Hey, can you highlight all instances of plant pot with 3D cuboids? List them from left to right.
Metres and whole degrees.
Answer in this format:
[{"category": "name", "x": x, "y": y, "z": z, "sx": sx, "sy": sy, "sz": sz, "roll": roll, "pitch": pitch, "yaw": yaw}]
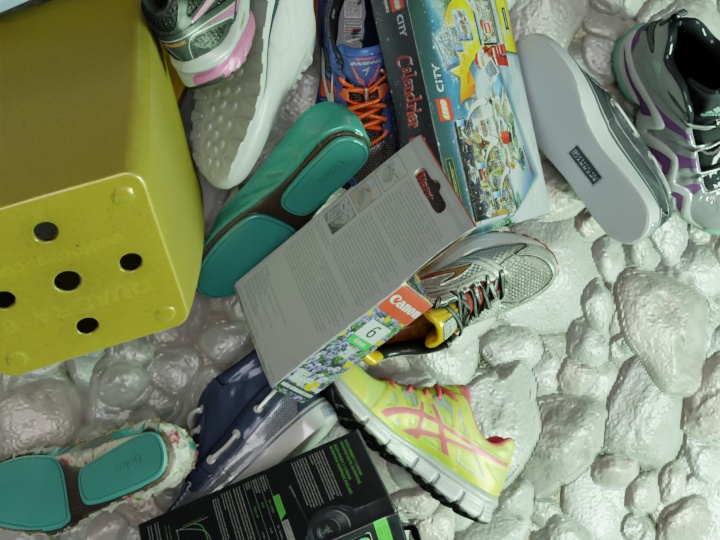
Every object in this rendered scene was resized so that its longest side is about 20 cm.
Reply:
[{"category": "plant pot", "x": -0.211, "y": -0.050, "z": 0.686, "sx": 0.198, "sy": 0.177, "sz": 0.202, "roll": -17, "pitch": 133, "yaw": -8}]

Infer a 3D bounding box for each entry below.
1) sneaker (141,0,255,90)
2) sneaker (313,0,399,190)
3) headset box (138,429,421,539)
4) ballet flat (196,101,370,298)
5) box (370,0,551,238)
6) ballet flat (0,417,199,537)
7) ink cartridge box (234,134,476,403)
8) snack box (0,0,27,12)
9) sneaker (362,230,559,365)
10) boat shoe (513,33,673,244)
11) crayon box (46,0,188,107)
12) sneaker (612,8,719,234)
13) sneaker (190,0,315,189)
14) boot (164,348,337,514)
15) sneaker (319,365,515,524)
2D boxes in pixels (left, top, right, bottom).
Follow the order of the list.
[{"category": "sneaker", "x": -0.110, "y": -0.238, "z": 0.704, "sx": 0.079, "sy": 0.086, "sz": 0.203, "roll": -9, "pitch": 63, "yaw": 20}, {"category": "sneaker", "x": -0.004, "y": -0.158, "z": 0.809, "sx": 0.074, "sy": 0.078, "sz": 0.203, "roll": -9, "pitch": 93, "yaw": -8}, {"category": "headset box", "x": -0.046, "y": 0.243, "z": 0.768, "sx": 0.198, "sy": 0.093, "sz": 0.176, "roll": -22, "pitch": 128, "yaw": -8}, {"category": "ballet flat", "x": -0.069, "y": -0.060, "z": 0.802, "sx": 0.067, "sy": 0.071, "sz": 0.200, "roll": 28, "pitch": 119, "yaw": -38}, {"category": "box", "x": 0.086, "y": -0.132, "z": 0.808, "sx": 0.136, "sy": 0.037, "sz": 0.203, "roll": -16, "pitch": 94, "yaw": -45}, {"category": "ballet flat", "x": -0.214, "y": 0.168, "z": 0.784, "sx": 0.198, "sy": 0.064, "sz": 0.077, "roll": -14, "pitch": 78, "yaw": 19}, {"category": "ink cartridge box", "x": 0.000, "y": 0.000, "z": 0.764, "sx": 0.199, "sy": 0.110, "sz": 0.050, "roll": -38, "pitch": 141, "yaw": 15}, {"category": "snack box", "x": -0.256, "y": -0.260, "z": 0.698, "sx": 0.167, "sy": 0.201, "sz": 0.068, "roll": -22, "pitch": 136, "yaw": 2}, {"category": "sneaker", "x": 0.075, "y": 0.031, "z": 0.816, "sx": 0.198, "sy": 0.082, "sz": 0.079, "roll": -20, "pitch": 120, "yaw": -6}, {"category": "boat shoe", "x": 0.203, "y": -0.121, "z": 0.852, "sx": 0.067, "sy": 0.072, "sz": 0.201, "roll": -28, "pitch": 80, "yaw": -40}, {"category": "crayon box", "x": -0.184, "y": -0.200, "z": 0.795, "sx": 0.126, "sy": 0.051, "sz": 0.202, "roll": 25, "pitch": 88, "yaw": -9}, {"category": "sneaker", "x": 0.290, "y": -0.122, "z": 0.823, "sx": 0.077, "sy": 0.140, "sz": 0.202, "roll": -31, "pitch": 95, "yaw": -7}, {"category": "sneaker", "x": -0.075, "y": -0.160, "z": 0.781, "sx": 0.076, "sy": 0.080, "sz": 0.203, "roll": 18, "pitch": 94, "yaw": 36}, {"category": "boot", "x": -0.118, "y": 0.153, "z": 0.814, "sx": 0.200, "sy": 0.073, "sz": 0.091, "roll": -41, "pitch": 75, "yaw": -2}, {"category": "sneaker", "x": 0.049, "y": 0.124, "z": 0.833, "sx": 0.199, "sy": 0.078, "sz": 0.091, "roll": 40, "pitch": 77, "yaw": -13}]
